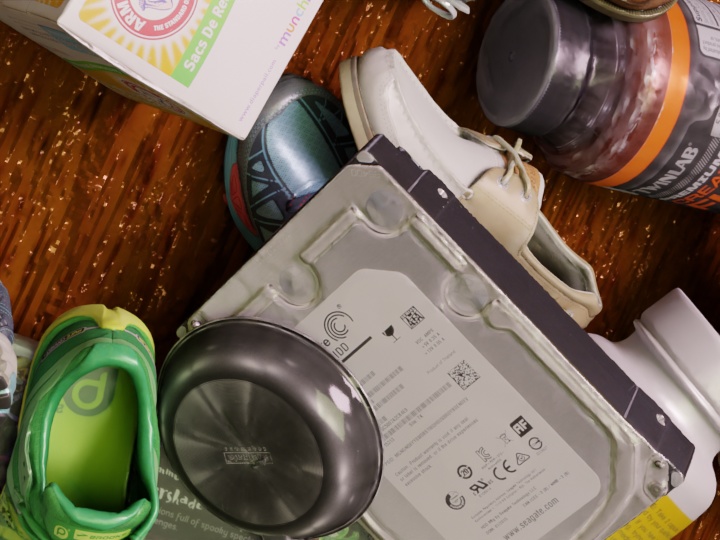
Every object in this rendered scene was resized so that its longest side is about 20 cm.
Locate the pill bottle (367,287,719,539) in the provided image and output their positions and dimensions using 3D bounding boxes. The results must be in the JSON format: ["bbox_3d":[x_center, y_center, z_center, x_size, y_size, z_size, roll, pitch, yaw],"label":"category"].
[{"bbox_3d":[0.107,0.102,0.931,0.200,0.111,0.111,-39,117,7],"label":"pill bottle"}]

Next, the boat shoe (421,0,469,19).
[{"bbox_3d":[0.042,-0.158,0.827,0.065,0.202,0.074,-39,92,-9],"label":"boat shoe"}]

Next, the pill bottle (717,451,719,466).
[{"bbox_3d":[0.251,0.050,0.979,0.112,0.112,0.200,-21,150,-21],"label":"pill bottle"}]

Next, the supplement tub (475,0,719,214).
[{"bbox_3d":[0.160,-0.087,0.949,0.200,0.107,0.107,10,96,-28],"label":"supplement tub"}]

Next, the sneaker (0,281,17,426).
[{"bbox_3d":[-0.245,0.022,0.794,0.200,0.086,0.078,10,129,-9],"label":"sneaker"}]

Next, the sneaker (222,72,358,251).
[{"bbox_3d":[0.000,0.000,0.892,0.079,0.096,0.200,-26,112,-20],"label":"sneaker"}]

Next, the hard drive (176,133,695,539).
[{"bbox_3d":[0.031,0.054,0.830,0.200,0.038,0.140,47,119,-3],"label":"hard drive"}]

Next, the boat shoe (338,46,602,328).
[{"bbox_3d":[0.056,-0.037,0.907,0.068,0.075,0.200,-19,132,18],"label":"boat shoe"}]

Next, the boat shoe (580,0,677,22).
[{"bbox_3d":[0.092,-0.208,0.864,0.072,0.068,0.200,-35,89,-23],"label":"boat shoe"}]

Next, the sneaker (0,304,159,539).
[{"bbox_3d":[-0.131,0.116,0.821,0.074,0.084,0.200,6,95,-12],"label":"sneaker"}]

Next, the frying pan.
[{"bbox_3d":[-0.050,0.107,0.852,0.031,0.115,0.190,-45,150,-55],"label":"frying pan"}]

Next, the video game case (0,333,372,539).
[{"bbox_3d":[-0.106,0.146,0.884,0.200,0.023,0.182,20,92,-12],"label":"video game case"}]

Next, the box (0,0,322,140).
[{"bbox_3d":[-0.064,-0.172,0.811,0.101,0.112,0.200,31,87,-33],"label":"box"}]
